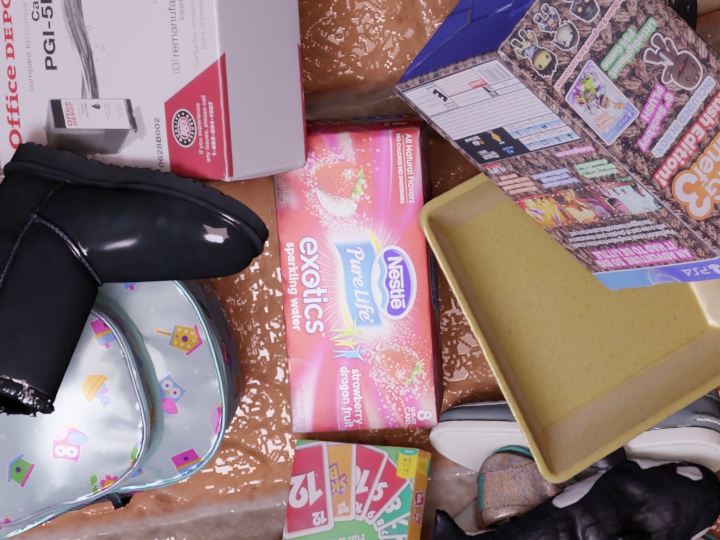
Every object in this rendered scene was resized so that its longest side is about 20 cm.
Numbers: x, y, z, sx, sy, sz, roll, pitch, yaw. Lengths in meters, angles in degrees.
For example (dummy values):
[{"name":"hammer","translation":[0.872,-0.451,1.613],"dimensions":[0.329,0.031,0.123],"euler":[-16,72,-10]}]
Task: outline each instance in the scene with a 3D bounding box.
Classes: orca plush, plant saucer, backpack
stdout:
[{"name":"orca plush","translation":[0.146,0.161,1.367],"dimensions":[0.200,0.071,0.105],"euler":[3,86,-13]},{"name":"plant saucer","translation":[0.150,0.007,1.398],"dimensions":[0.200,0.048,0.200],"euler":[-29,97,-20]},{"name":"backpack","translation":[-0.181,0.073,1.411],"dimensions":[0.200,0.153,0.176],"euler":[-18,93,0]}]

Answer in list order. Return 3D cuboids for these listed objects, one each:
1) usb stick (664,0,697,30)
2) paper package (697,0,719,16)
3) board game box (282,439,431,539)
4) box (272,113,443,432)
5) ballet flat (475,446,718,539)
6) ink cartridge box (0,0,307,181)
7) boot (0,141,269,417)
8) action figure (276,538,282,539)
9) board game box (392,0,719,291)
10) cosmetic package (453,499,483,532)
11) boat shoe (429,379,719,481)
[{"name":"usb stick","translation":[0.128,-0.178,1.343],"dimensions":[0.033,0.200,0.056],"euler":[-31,128,-33]},{"name":"paper package","translation":[0.243,-0.271,1.346],"dimensions":[0.200,0.103,0.191],"euler":[-17,99,7]},{"name":"board game box","translation":[-0.012,0.216,1.434],"dimensions":[0.095,0.030,0.200],"euler":[2,80,28]},{"name":"box","translation":[0.000,0.000,1.411],"dimensions":[0.100,0.095,0.200],"euler":[-3,100,5]},{"name":"ballet flat","translation":[0.162,0.189,1.436],"dimensions":[0.200,0.067,0.068],"euler":[24,144,-9]},{"name":"ink cartridge box","translation":[-0.139,-0.134,1.354],"dimensions":[0.200,0.083,0.147],"euler":[3,102,37]},{"name":"boot","translation":[-0.171,0.014,1.299],"dimensions":[0.198,0.073,0.163],"euler":[15,64,22]},{"name":"action figure","translation":[-0.087,0.278,1.493],"dimensions":[0.065,0.052,0.200],"euler":[21,98,3]},{"name":"board game box","translation":[0.146,-0.090,1.291],"dimensions":[0.200,0.159,0.097],"euler":[42,73,-15]},{"name":"cosmetic package","translation":[0.044,0.266,1.468],"dimensions":[0.105,0.071,0.200],"euler":[42,100,-3]},{"name":"boat shoe","translation":[0.148,0.102,1.450],"dimensions":[0.200,0.073,0.062],"euler":[0,57,10]}]
